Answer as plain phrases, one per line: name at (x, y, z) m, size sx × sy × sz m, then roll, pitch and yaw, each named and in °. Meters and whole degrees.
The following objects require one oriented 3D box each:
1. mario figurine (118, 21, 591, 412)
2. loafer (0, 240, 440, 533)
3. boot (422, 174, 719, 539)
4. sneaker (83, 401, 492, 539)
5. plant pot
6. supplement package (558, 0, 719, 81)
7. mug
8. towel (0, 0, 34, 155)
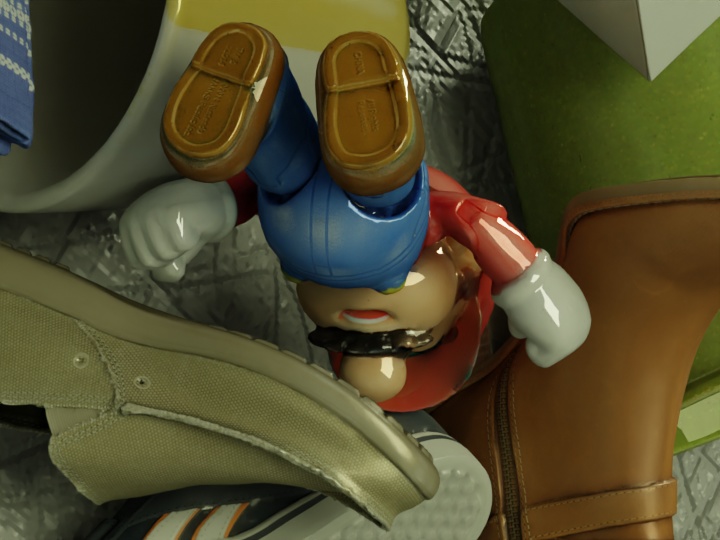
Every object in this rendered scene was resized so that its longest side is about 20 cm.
mario figurine at (0.000, 0.000, 0.898) m, size 0.106 × 0.123 × 0.200 m, roll -46°, pitch 154°, yaw -6°
loafer at (-0.069, 0.050, 0.913) m, size 0.076 × 0.199 × 0.069 m, roll 53°, pitch 58°, yaw -72°
boot at (0.093, 0.057, 0.956) m, size 0.076 × 0.199 × 0.156 m, roll 9°, pitch 66°, yaw -42°
sneaker at (-0.055, 0.106, 0.958) m, size 0.199 × 0.079 × 0.079 m, roll -26°, pitch 131°, yaw -20°
plant pot at (0.136, -0.039, 1.092) m, size 0.199 × 0.200 × 0.191 m, roll -13°, pitch 76°, yaw -41°
supplement package at (0.100, -0.222, 0.999) m, size 0.191 × 0.147 × 0.200 m, roll -41°, pitch 66°, yaw -8°
mug at (-0.050, -0.096, 0.946) m, size 0.153 × 0.186 × 0.150 m, roll 8°, pitch 57°, yaw -47°
towel at (-0.155, -0.143, 0.842) m, size 0.145 × 0.024 × 0.201 m, roll 32°, pitch 45°, yaw -54°
